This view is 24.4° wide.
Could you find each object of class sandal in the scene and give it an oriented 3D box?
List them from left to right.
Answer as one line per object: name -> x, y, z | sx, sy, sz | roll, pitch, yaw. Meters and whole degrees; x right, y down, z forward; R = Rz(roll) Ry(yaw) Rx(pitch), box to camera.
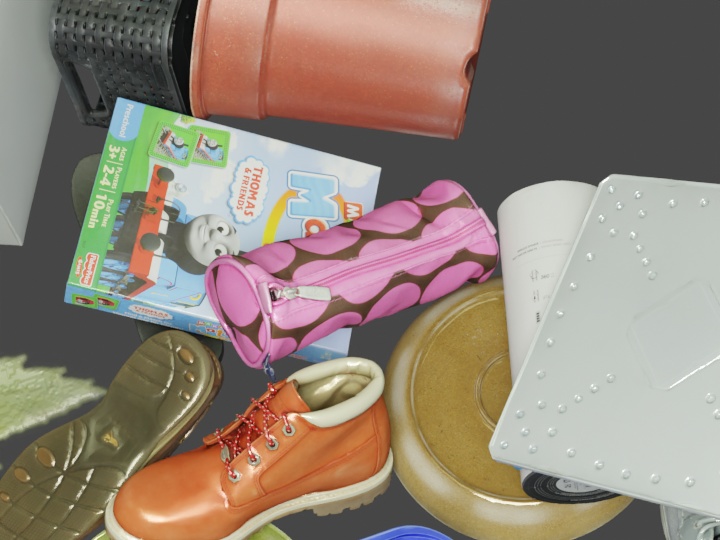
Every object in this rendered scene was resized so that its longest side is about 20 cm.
sandal -> -0.152, -0.013, 1.200 | 0.074, 0.045, 0.201 | -25, 63, -8

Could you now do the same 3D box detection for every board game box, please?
board game box -> -0.094, -0.027, 1.178 | 0.198, 0.037, 0.153 | 14, 63, -8
board game box -> 0.193, 0.043, 0.979 | 0.199, 0.026, 0.202 | 9, 67, 44

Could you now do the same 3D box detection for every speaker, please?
speaker -> 0.136, 0.044, 1.094 | 0.080, 0.081, 0.202 | -5, 62, 3

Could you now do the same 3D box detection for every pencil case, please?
pencil case -> 0.000, 0.000, 1.116 | 0.198, 0.094, 0.091 | -22, 79, -28

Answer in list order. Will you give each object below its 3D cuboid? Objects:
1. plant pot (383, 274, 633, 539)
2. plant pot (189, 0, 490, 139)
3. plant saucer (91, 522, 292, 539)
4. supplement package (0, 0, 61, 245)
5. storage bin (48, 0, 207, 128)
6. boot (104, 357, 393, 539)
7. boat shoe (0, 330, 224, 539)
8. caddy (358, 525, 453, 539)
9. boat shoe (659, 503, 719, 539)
plant pot -> 0.110, 0.087, 1.135 | 0.197, 0.028, 0.202 | -3, 62, 5
plant pot -> -0.005, -0.187, 1.204 | 0.193, 0.201, 0.203 | 13, 64, 3
plant saucer -> -0.112, 0.249, 1.069 | 0.197, 0.031, 0.202 | -2, 63, 3
supplement package -> -0.297, -0.144, 1.219 | 0.109, 0.156, 0.202 | 4, 63, 8
storage bin -> -0.151, -0.214, 1.252 | 0.093, 0.136, 0.202 | 8, 63, 9
boot -> -0.071, 0.115, 1.066 | 0.198, 0.108, 0.075 | -17, 49, -20
boat shoe -> -0.167, 0.126, 1.119 | 0.200, 0.068, 0.072 | -44, 68, 2
caddy -> -0.006, 0.236, 0.988 | 0.199, 0.105, 0.143 | -9, 72, -46
boat shoe -> 0.234, 0.187, 1.045 | 0.069, 0.072, 0.203 | -7, 62, 1
